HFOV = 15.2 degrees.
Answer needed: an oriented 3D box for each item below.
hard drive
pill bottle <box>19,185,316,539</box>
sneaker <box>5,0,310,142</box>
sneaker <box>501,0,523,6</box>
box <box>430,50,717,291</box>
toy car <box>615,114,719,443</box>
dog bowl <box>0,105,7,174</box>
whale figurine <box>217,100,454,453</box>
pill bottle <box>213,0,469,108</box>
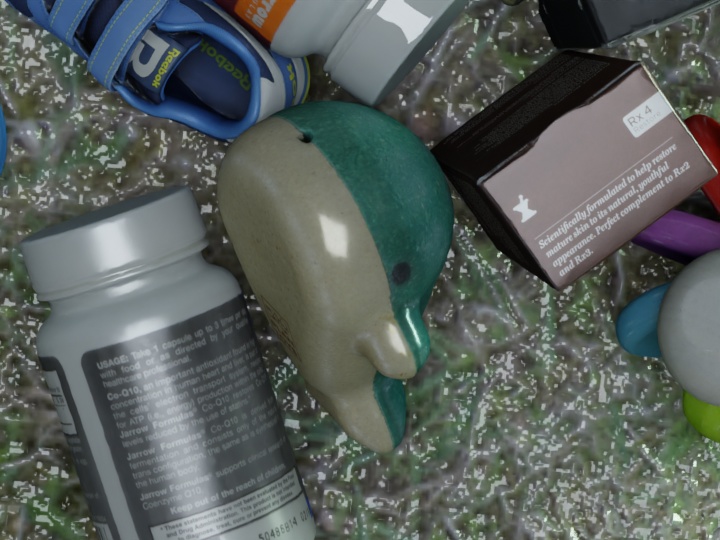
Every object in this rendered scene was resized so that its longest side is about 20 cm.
[{"bbox_3d":[0.167,-0.154,1.376,0.140,0.200,0.038,-24,96,-2],"label":"hard drive"},{"bbox_3d":[-0.104,0.064,1.422,0.114,0.114,0.200,-17,96,-2],"label":"pill bottle"},{"bbox_3d":[-0.119,-0.132,1.413,0.200,0.082,0.074,29,113,-4],"label":"sneaker"},{"bbox_3d":[0.024,-0.223,1.440,0.089,0.077,0.200,-27,99,31],"label":"sneaker"},{"bbox_3d":[0.104,-0.055,1.380,0.100,0.200,0.075,-36,97,0],"label":"box"},{"bbox_3d":[0.210,-0.012,1.428,0.150,0.175,0.200,31,94,29],"label":"toy car"},{"bbox_3d":[-0.270,-0.106,1.394,0.050,0.111,0.200,-22,115,40],"label":"dog bowl"},{"bbox_3d":[0.000,0.000,1.401,0.104,0.159,0.200,-29,133,-17],"label":"whale figurine"},{"bbox_3d":[-0.040,-0.182,1.390,0.200,0.114,0.114,40,92,3],"label":"pill bottle"}]
